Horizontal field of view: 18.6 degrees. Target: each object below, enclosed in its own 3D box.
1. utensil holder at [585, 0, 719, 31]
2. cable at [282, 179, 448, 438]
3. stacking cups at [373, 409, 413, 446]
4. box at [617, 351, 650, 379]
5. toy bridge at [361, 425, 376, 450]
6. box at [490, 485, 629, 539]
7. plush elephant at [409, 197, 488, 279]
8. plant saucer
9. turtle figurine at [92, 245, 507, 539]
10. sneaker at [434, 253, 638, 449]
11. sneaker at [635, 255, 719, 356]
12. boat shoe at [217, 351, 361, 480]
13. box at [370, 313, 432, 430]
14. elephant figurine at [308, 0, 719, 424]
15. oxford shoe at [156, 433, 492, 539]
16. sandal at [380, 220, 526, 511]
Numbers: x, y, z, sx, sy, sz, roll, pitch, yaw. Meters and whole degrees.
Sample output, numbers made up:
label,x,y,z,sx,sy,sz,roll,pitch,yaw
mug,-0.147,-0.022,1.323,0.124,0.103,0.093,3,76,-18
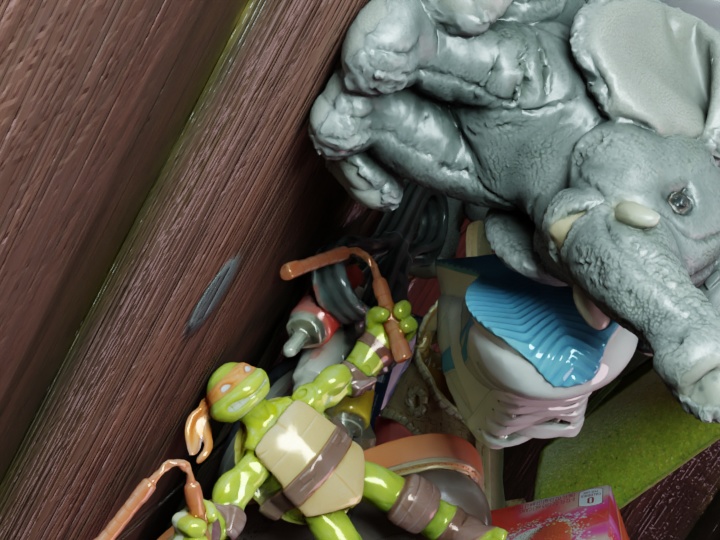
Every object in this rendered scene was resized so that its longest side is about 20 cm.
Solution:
label,x,y,z,sx,sy,sz,roll,pitch,yaw
utensil holder,0.154,-0.146,0.990,0.170,0.169,0.200,-55,169,-17
cable,0.000,0.000,1.100,0.200,0.050,0.097,-73,148,-53
stacking cups,0.021,0.179,1.221,0.061,0.060,0.201,78,18,-79
box,0.213,-0.016,1.235,0.121,0.032,0.200,-41,179,34
toy bridge,-0.013,0.080,1.220,0.067,0.027,0.201,-116,-147,-54
box,0.044,0.191,1.107,0.100,0.199,0.096,-76,149,-61
plush elephant,0.140,-0.069,1.223,0.165,0.154,0.200,-48,169,-49
plant saucer,0.183,0.059,1.211,0.200,0.048,0.200,-40,177,28
turtle figurine,-0.023,0.100,0.986,0.200,0.161,0.064,-48,-173,-30
sneaker,0.078,0.037,0.952,0.200,0.076,0.081,-128,-149,-83
sneaker,0.174,0.012,0.958,0.076,0.087,0.200,-60,177,13
boat shoe,-0.049,0.099,1.172,0.201,0.072,0.063,107,-26,-47
box,-0.007,0.126,1.339,0.137,0.037,0.201,-16,123,-79
elephant figurine,0.089,-0.040,0.860,0.155,0.199,0.142,-55,172,-14
oxford shoe,-0.031,0.146,1.063,0.199,0.073,0.071,-25,136,14
sandal,0.045,0.084,1.173,0.078,0.069,0.213,-12,94,-77
